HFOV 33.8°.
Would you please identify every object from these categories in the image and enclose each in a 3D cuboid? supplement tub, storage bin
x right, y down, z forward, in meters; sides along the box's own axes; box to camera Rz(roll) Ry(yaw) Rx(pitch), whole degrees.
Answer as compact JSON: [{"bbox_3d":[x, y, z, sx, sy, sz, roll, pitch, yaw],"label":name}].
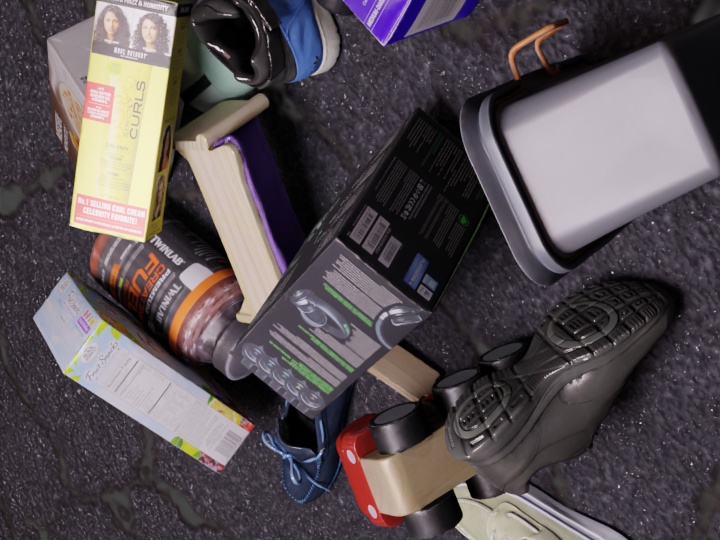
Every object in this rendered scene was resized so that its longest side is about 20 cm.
[{"bbox_3d":[-0.175,0.023,1.198,0.199,0.106,0.108,37,132,25],"label":"supplement tub"},{"bbox_3d":[0.172,-0.100,0.750,0.133,0.199,0.147,-24,93,36],"label":"storage bin"}]

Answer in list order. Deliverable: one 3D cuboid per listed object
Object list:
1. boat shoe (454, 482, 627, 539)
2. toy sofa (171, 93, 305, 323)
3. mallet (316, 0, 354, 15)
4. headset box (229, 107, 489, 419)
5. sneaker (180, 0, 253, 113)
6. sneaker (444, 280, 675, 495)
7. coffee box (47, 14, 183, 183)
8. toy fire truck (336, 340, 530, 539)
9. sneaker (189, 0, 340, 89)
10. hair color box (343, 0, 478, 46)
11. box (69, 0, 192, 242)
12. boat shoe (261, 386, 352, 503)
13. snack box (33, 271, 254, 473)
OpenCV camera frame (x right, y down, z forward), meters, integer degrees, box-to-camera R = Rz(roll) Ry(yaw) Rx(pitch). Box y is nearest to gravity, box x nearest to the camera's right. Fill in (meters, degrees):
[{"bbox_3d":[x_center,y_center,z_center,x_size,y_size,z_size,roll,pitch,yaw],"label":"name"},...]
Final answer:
[{"bbox_3d":[0.143,0.230,1.022,0.198,0.062,0.073,15,120,39],"label":"boat shoe"},{"bbox_3d":[-0.087,-0.049,1.066,0.097,0.083,0.203,6,125,45],"label":"toy sofa"},{"bbox_3d":[-0.078,-0.263,0.925,0.066,0.197,0.041,-58,26,31],"label":"mallet"},{"bbox_3d":[0.000,0.000,0.954,0.092,0.175,0.200,38,136,-7],"label":"headset box"},{"bbox_3d":[-0.171,-0.235,1.082,0.202,0.074,0.118,55,138,-1],"label":"sneaker"},{"bbox_3d":[0.158,0.088,0.891,0.091,0.199,0.076,47,-172,-30],"label":"sneaker"},{"bbox_3d":[-0.239,-0.148,1.145,0.115,0.079,0.200,57,160,7],"label":"coffee box"},{"bbox_3d":[0.044,0.121,0.998,0.199,0.174,0.131,-9,105,61],"label":"toy fire truck"},{"bbox_3d":[-0.102,-0.248,0.989,0.076,0.111,0.203,-20,95,47],"label":"sneaker"},{"bbox_3d":[0.000,-0.269,0.882,0.200,0.109,0.065,49,135,14],"label":"hair color box"},{"bbox_3d":[-0.194,-0.132,1.000,0.074,0.050,0.203,13,105,5],"label":"box"},{"bbox_3d":[-0.061,0.154,1.178,0.084,0.068,0.203,28,127,31],"label":"boat shoe"},{"bbox_3d":[-0.219,0.100,1.192,0.199,0.068,0.168,38,178,-30],"label":"snack box"}]
